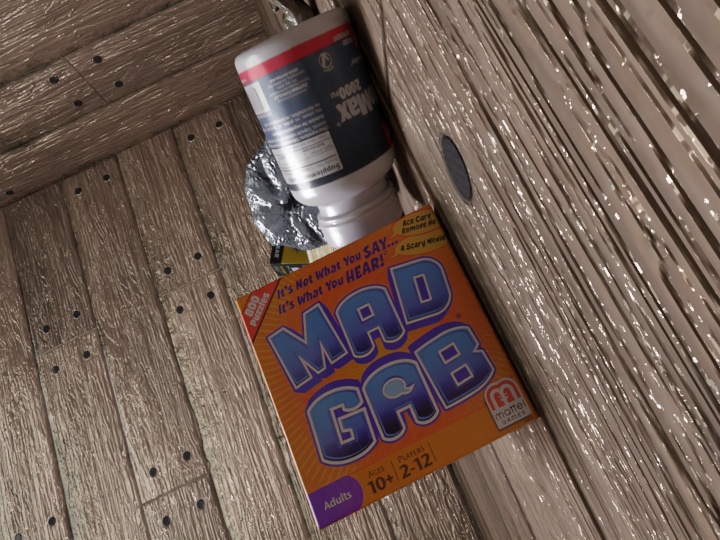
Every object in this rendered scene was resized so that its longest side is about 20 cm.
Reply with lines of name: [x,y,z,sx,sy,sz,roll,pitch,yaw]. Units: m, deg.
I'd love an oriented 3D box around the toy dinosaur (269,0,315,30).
toy dinosaur: [-0.078,-0.320,0.717,0.200,0.075,0.105,53,-157,-74]

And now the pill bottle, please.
pill bottle: [-0.031,-0.134,0.524,0.120,0.117,0.204,-117,4,-67]

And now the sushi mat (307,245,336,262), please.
sushi mat: [-0.048,-0.030,0.894,0.012,0.093,0.204,-68,-26,-48]

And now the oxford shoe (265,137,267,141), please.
oxford shoe: [-0.115,-0.129,0.873,0.203,0.069,0.072,76,179,-48]

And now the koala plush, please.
koala plush: [-0.051,-0.136,0.730,0.177,0.183,0.201,45,-150,-6]

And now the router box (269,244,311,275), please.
router box: [-0.080,-0.092,0.994,0.053,0.152,0.205,68,-157,-63]

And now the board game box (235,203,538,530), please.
board game box: [0.024,0.099,0.529,0.200,0.196,0.204,70,175,-73]
